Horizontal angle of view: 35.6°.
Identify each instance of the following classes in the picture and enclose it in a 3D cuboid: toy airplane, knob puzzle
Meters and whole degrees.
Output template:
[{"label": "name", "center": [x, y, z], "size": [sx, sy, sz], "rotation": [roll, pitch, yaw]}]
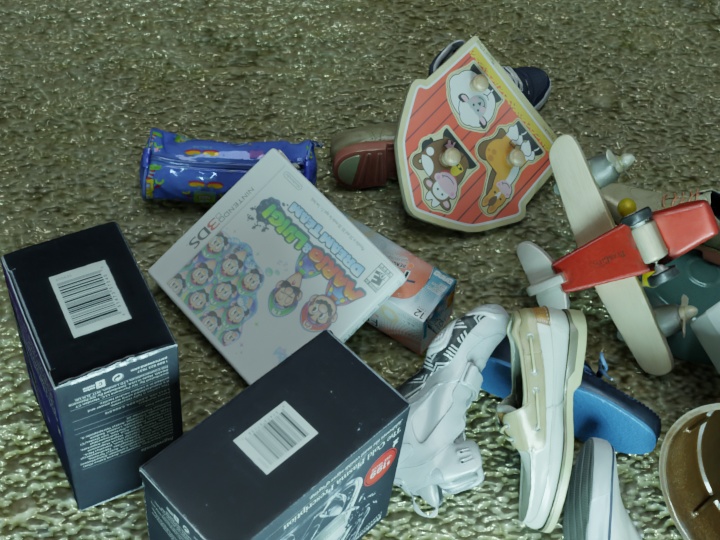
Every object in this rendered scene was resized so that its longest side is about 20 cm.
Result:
[{"label": "toy airplane", "center": [0.261, -0.017, 1.142], "size": [0.198, 0.202, 0.140], "rotation": [31, 39, 34]}, {"label": "knob puzzle", "center": [0.122, -0.131, 1.235], "size": [0.217, 0.030, 0.223], "rotation": [1, 87, -23]}]

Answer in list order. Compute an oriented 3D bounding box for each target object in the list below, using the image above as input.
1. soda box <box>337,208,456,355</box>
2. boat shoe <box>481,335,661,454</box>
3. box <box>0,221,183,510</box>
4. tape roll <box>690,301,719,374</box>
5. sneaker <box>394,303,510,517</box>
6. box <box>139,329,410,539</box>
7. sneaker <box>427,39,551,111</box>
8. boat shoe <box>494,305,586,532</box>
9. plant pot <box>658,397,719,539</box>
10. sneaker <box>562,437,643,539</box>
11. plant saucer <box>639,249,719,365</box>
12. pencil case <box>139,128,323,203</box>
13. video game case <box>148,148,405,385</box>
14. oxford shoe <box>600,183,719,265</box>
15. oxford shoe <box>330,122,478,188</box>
[{"label": "soda box", "center": [0.000, 0.000, 1.151], "size": [0.199, 0.069, 0.064], "rotation": [31, 61, 18]}, {"label": "boat shoe", "center": [0.202, 0.105, 1.087], "size": [0.199, 0.085, 0.069], "rotation": [28, 49, 13]}, {"label": "box", "center": [-0.227, 0.085, 0.968], "size": [0.103, 0.201, 0.149], "rotation": [-19, 54, -21]}, {"label": "tape roll", "center": [0.417, 0.030, 1.066], "size": [0.201, 0.203, 0.071], "rotation": [-23, 76, -24]}, {"label": "sneaker", "center": [0.090, 0.130, 1.037], "size": [0.200, 0.075, 0.115], "rotation": [-43, 69, -10]}, {"label": "box", "center": [-0.069, 0.184, 0.919], "size": [0.104, 0.183, 0.199], "rotation": [40, 57, 23]}, {"label": "sneaker", "center": [0.156, -0.227, 1.337], "size": [0.198, 0.109, 0.070], "rotation": [-22, 57, -24]}, {"label": "boat shoe", "center": [0.155, 0.133, 1.015], "size": [0.068, 0.075, 0.203], "rotation": [7, 88, -7]}, {"label": "plant pot", "center": [0.406, 0.164, 1.001], "size": [0.197, 0.201, 0.200], "rotation": [-28, 59, -36]}, {"label": "sneaker", "center": [0.222, 0.247, 0.986], "size": [0.070, 0.073, 0.202], "rotation": [12, 58, -9]}, {"label": "plant saucer", "center": [0.368, 0.011, 1.215], "size": [0.197, 0.036, 0.202], "rotation": [4, 50, -5]}, {"label": "pencil case", "center": [-0.141, -0.109, 1.217], "size": [0.197, 0.087, 0.079], "rotation": [4, 78, -3]}, {"label": "video game case", "center": [-0.085, 0.005, 1.110], "size": [0.182, 0.024, 0.200], "rotation": [-44, 69, -4]}, {"label": "oxford shoe", "center": [0.344, -0.066, 1.204], "size": [0.198, 0.074, 0.071], "rotation": [15, 50, 5]}, {"label": "oxford shoe", "center": [0.061, -0.146, 1.286], "size": [0.197, 0.071, 0.075], "rotation": [-3, 44, -12]}]
